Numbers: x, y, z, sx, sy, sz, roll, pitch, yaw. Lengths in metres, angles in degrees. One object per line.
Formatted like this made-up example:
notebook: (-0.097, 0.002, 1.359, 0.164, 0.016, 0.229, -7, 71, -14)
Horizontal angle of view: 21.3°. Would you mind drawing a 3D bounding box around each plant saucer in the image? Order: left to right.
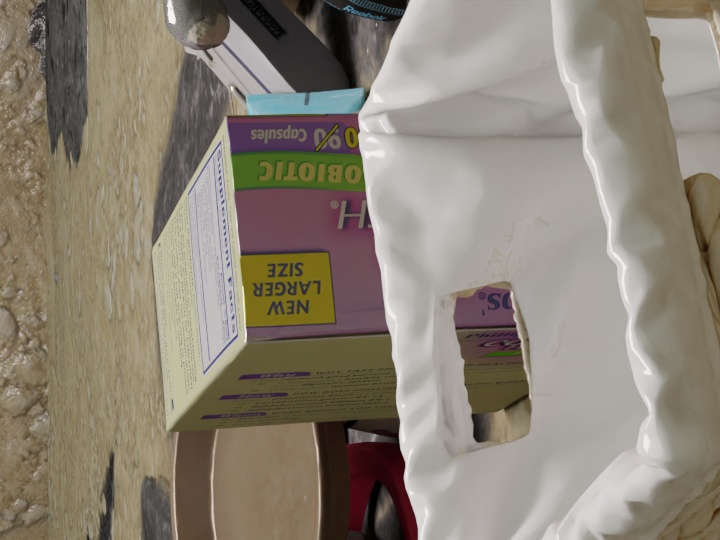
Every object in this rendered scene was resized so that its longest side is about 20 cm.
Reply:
plant saucer: (-0.056, 0.123, 1.066, 0.200, 0.029, 0.201, -11, 77, 61)

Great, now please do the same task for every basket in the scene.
basket: (0.103, -0.007, 0.557, 0.200, 0.160, 0.199, 120, 145, -61)

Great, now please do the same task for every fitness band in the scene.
fitness band: (0.015, 0.174, 1.136, 0.200, 0.037, 0.144, 172, 99, -73)

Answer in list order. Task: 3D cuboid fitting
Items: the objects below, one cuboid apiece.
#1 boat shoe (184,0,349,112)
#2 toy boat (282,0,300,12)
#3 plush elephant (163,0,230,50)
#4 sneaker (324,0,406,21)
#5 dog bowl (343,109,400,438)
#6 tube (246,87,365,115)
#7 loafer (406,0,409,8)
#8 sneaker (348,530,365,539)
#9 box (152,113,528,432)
boat shoe: (-0.090, -0.166, 1.256, 0.200, 0.072, 0.066, 47, 134, 1)
toy boat: (-0.112, -0.247, 1.364, 0.200, 0.130, 0.131, -131, 41, -66)
plush elephant: (-0.045, -0.249, 1.121, 0.165, 0.154, 0.201, -104, 10, -65)
sneaker: (0.015, -0.228, 1.012, 0.073, 0.082, 0.201, 0, 70, 60)
dog bowl: (0.000, 0.000, 1.094, 0.200, 0.073, 0.201, 178, 90, -75)
tube: (-0.029, -0.013, 1.211, 0.050, 0.077, 0.201, -33, -61, -81)
loafer: (0.047, -0.174, 0.928, 0.070, 0.068, 0.201, -37, 59, 58)
sneaker: (-0.045, 0.186, 1.141, 0.200, 0.080, 0.071, 173, 100, -73)
box: (0.008, 0.005, 0.872, 0.200, 0.175, 0.097, 135, 131, -69)
